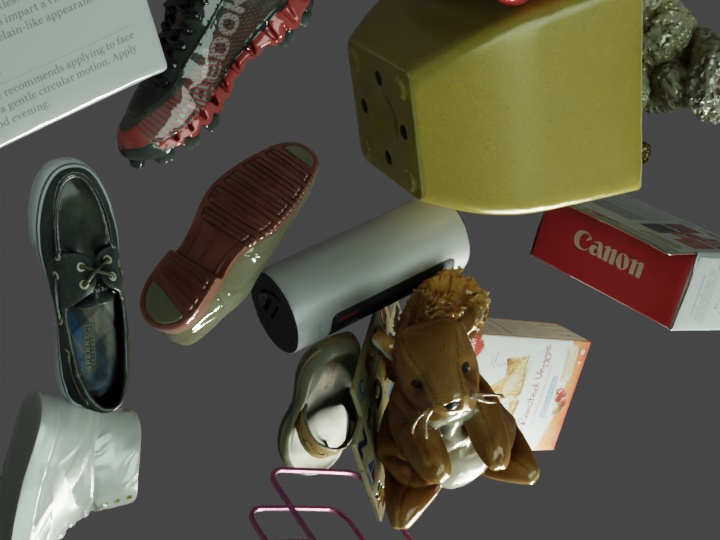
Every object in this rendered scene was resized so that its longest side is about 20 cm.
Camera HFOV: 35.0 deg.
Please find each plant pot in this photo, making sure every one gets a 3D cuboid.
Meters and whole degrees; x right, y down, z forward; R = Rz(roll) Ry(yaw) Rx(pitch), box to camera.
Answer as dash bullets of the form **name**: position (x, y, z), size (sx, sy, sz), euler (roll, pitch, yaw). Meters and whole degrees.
- **plant pot**: position (0.103, -0.156, 0.979), size (0.199, 0.195, 0.196), euler (-21, 123, -20)

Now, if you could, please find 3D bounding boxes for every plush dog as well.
- **plush dog**: position (0.255, -0.202, 1.132), size (0.172, 0.161, 0.200), euler (-41, 104, 3)

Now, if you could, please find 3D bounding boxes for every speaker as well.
- **speaker**: position (0.000, 0.000, 1.040), size (0.199, 0.081, 0.082), euler (-25, 125, -28)

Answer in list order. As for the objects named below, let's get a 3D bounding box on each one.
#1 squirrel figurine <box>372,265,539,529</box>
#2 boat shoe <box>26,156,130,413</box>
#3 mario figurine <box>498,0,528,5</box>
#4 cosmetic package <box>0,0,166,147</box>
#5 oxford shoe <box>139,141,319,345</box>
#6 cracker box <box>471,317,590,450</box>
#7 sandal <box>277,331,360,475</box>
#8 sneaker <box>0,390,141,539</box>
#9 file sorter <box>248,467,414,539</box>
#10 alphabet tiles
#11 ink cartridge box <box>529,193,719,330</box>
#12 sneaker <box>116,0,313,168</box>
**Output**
- **squirrel figurine**: position (0.063, 0.090, 0.993), size (0.140, 0.201, 0.187), euler (-14, 138, 5)
- **boat shoe**: position (-0.209, 0.014, 0.882), size (0.068, 0.056, 0.202), euler (-15, 111, -34)
- **mario figurine**: position (0.098, -0.283, 0.899), size (0.123, 0.200, 0.107), euler (-36, 130, -20)
- **cosmetic package**: position (-0.247, -0.197, 0.688), size (0.164, 0.165, 0.201), euler (-30, 127, -25)
- **oxford shoe**: position (-0.106, -0.023, 0.966), size (0.200, 0.071, 0.074), euler (-48, 157, -11)
- **cracker box**: position (0.149, 0.124, 1.232), size (0.199, 0.058, 0.135), euler (6, 106, -40)
- **sandal**: position (-0.029, 0.138, 1.069), size (0.080, 0.054, 0.201), euler (-24, 146, -30)
- **sneaker**: position (-0.244, 0.204, 0.946), size (0.115, 0.074, 0.202), euler (14, 100, -39)
- **file sorter**: position (-0.056, 0.302, 1.088), size (0.138, 0.125, 0.201), euler (12, 115, -41)
- **alphabet tiles**: position (0.025, 0.127, 1.082), size (0.201, 0.006, 0.167), euler (-72, 151, -49)
- **ink cartridge box**: position (0.280, -0.016, 1.173), size (0.174, 0.200, 0.085), euler (2, 110, -39)
- **sneaker**: position (-0.125, -0.171, 0.863), size (0.201, 0.071, 0.098), euler (-50, 133, -11)
